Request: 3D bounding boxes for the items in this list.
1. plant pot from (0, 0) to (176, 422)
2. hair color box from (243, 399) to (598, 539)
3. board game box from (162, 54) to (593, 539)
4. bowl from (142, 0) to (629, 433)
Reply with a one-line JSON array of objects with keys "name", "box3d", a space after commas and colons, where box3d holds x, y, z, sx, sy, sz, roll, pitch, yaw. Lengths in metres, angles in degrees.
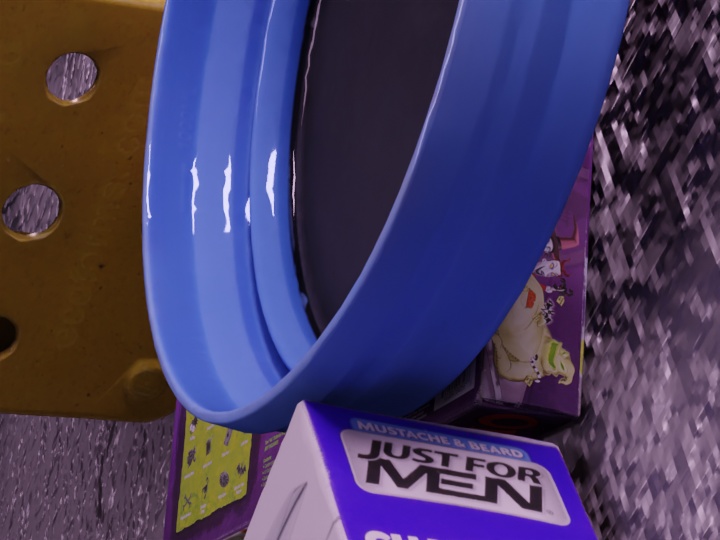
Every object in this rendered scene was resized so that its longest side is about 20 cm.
[{"name": "plant pot", "box3d": [-0.124, -0.059, 0.799, 0.176, 0.200, 0.200, 52, 128, 50]}, {"name": "hair color box", "box3d": [0.017, 0.126, 0.472, 0.200, 0.065, 0.109, -112, 37, -54]}, {"name": "board game box", "box3d": [0.000, 0.000, 0.640, 0.200, 0.032, 0.120, 146, 128, -62]}, {"name": "bowl", "box3d": [0.004, -0.062, 0.573, 0.201, 0.039, 0.201, -169, 90, -69]}]
